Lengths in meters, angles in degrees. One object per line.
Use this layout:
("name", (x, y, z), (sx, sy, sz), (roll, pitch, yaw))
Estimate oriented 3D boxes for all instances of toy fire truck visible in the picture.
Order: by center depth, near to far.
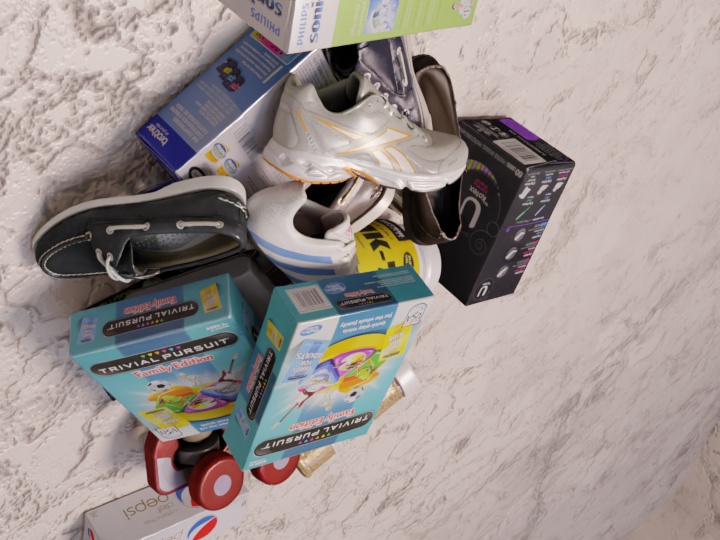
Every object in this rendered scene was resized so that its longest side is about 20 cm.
("toy fire truck", (-0.163, 0.170, 1.054), (0.199, 0.112, 0.170), (-15, 111, -40))

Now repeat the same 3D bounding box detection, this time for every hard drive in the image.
("hard drive", (-0.127, 0.062, 0.910), (0.131, 0.026, 0.200), (-18, 144, 12))

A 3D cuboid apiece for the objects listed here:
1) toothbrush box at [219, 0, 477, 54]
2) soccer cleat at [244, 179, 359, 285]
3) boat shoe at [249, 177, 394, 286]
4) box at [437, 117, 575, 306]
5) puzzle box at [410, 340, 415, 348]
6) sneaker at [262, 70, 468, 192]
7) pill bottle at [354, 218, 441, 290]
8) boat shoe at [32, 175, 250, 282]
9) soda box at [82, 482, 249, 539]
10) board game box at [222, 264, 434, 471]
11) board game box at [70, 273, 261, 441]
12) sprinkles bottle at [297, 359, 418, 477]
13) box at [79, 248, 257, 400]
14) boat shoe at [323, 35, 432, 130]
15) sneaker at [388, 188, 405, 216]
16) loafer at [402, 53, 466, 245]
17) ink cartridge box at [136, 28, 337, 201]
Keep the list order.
("toothbrush box", (-0.015, -0.254, 0.726), (0.199, 0.146, 0.087), (-20, 138, -34))
("soccer cleat", (-0.029, -0.007, 0.837), (0.086, 0.070, 0.200), (-26, 135, 20))
("boat shoe", (-0.059, -0.041, 0.899), (0.199, 0.072, 0.060), (-38, 130, 10))
("box", (0.159, -0.075, 1.132), (0.105, 0.122, 0.202), (-12, 133, -42))
("puzzle box", (-0.013, 0.118, 1.225), (0.199, 0.025, 0.134), (-37, 146, -15))
("sneaker", (0.016, -0.126, 0.797), (0.198, 0.076, 0.093), (-1, 118, -28))
("pill bottle", (0.000, 0.000, 1.030), (0.199, 0.114, 0.115), (-10, 132, -52))
("boat shoe", (-0.190, -0.025, 0.768), (0.198, 0.061, 0.076), (-18, 147, 13))
("soda box", (-0.240, 0.308, 1.124), (0.199, 0.068, 0.064), (-16, 136, -39))
("board game box", (-0.032, 0.092, 0.845), (0.150, 0.047, 0.201), (-10, 137, -35))
("board game box", (-0.162, 0.092, 0.867), (0.149, 0.047, 0.201), (-14, 146, 7))
("sprinkles bottle", (-0.016, 0.189, 1.211), (0.199, 0.068, 0.068), (-38, 146, -13))
("box", (-0.187, 0.045, 0.941), (0.199, 0.035, 0.111), (-29, 143, -27))
("boat shoe", (0.010, -0.171, 0.850), (0.093, 0.074, 0.202), (-34, 118, -48))
("sneaker", (0.026, -0.123, 0.984), (0.078, 0.079, 0.200), (-46, 123, -12))
("loafer", (0.081, -0.120, 0.930), (0.072, 0.071, 0.202), (-18, 111, -27))
("ink cartridge box", (-0.108, -0.115, 0.828), (0.200, 0.076, 0.137), (-44, 146, -8))
